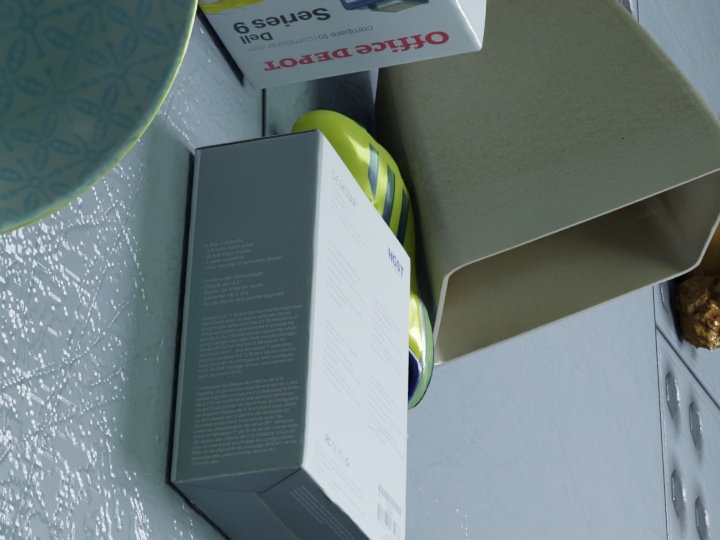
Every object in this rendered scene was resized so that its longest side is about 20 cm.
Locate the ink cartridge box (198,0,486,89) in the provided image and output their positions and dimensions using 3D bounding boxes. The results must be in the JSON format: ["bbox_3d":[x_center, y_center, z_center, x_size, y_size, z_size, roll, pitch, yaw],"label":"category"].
[{"bbox_3d":[-0.027,-0.198,1.400,0.200,0.145,0.088,57,32,-53],"label":"ink cartridge box"}]

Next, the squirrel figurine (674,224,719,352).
[{"bbox_3d":[0.414,0.006,2.558,0.200,0.186,0.142,-61,139,-61],"label":"squirrel figurine"}]

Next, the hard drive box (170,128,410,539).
[{"bbox_3d":[-0.033,0.050,1.388,0.156,0.077,0.200,54,34,-55],"label":"hard drive box"}]

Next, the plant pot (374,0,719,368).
[{"bbox_3d":[0.104,-0.076,1.628,0.200,0.200,0.177,96,-29,-70],"label":"plant pot"}]

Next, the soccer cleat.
[{"bbox_3d":[0.001,0.000,1.529,0.084,0.065,0.200,-65,143,-57],"label":"soccer cleat"}]

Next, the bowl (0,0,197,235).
[{"bbox_3d":[-0.172,-0.116,0.961,0.108,0.200,0.200,25,-45,59],"label":"bowl"}]
